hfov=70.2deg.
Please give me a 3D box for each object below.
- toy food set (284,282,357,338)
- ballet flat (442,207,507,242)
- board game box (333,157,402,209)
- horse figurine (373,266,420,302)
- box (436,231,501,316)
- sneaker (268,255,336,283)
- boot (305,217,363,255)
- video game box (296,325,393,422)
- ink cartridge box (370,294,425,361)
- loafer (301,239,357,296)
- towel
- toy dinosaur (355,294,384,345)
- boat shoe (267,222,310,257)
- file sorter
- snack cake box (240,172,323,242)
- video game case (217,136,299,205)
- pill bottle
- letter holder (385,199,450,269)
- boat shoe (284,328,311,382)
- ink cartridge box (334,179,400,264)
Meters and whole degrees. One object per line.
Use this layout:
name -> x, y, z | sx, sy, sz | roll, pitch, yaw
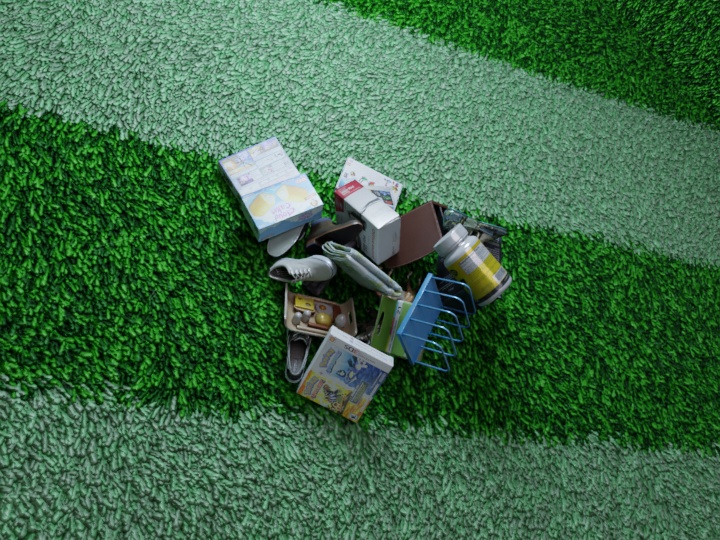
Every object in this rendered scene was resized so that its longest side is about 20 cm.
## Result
toy food set -> -0.108, 0.103, 1.361 | 0.197, 0.061, 0.145 | 15, 35, -18
ballet flat -> 0.313, -0.111, 1.422 | 0.197, 0.074, 0.075 | 18, 64, -12
board game box -> 0.026, -0.257, 1.607 | 0.197, 0.035, 0.128 | 26, 62, -9
horse figurine -> 0.108, 0.059, 1.504 | 0.197, 0.050, 0.135 | 16, 64, -14
box -> 0.317, 0.006, 1.519 | 0.115, 0.197, 0.203 | 15, 65, -15
sneaker -> -0.156, 0.007, 1.362 | 0.071, 0.197, 0.074 | -49, 129, -50
boot -> -0.078, -0.122, 1.439 | 0.074, 0.198, 0.098 | 35, 44, -44
video game box -> -0.040, 0.266, 1.297 | 0.180, 0.202, 0.047 | 28, 21, -5
ink cartridge box -> 0.112, 0.158, 1.365 | 0.075, 0.199, 0.151 | 12, 85, 29
loafer -> -0.078, -0.012, 1.453 | 0.200, 0.072, 0.063 | -44, 105, -14
towel -> 0.000, 0.000, 1.356 | 0.199, 0.171, 0.049 | 38, 83, -28
toy dinosaur -> 0.044, 0.147, 1.407 | 0.200, 0.101, 0.078 | -45, 125, -37
boat shoe -> -0.194, -0.107, 1.452 | 0.075, 0.061, 0.201 | 28, 63, 15
file sorter -> 0.203, 0.136, 1.321 | 0.121, 0.140, 0.201 | 12, 55, 32
snack cake box -> -0.214, -0.174, 1.404 | 0.198, 0.067, 0.116 | -25, 70, -22
video game case -> -0.284, -0.273, 1.493 | 0.199, 0.045, 0.183 | -31, 84, -28
pill bottle -> 0.290, -0.016, 1.337 | 0.114, 0.114, 0.201 | -41, 90, -28
letter holder -> 0.166, -0.091, 1.488 | 0.100, 0.198, 0.145 | 8, 64, -51
boat shoe -> -0.157, 0.189, 1.341 | 0.071, 0.071, 0.203 | 8, 64, -16
ink cartridge box -> 0.017, -0.137, 1.452 | 0.082, 0.148, 0.200 | -31, 54, -24
